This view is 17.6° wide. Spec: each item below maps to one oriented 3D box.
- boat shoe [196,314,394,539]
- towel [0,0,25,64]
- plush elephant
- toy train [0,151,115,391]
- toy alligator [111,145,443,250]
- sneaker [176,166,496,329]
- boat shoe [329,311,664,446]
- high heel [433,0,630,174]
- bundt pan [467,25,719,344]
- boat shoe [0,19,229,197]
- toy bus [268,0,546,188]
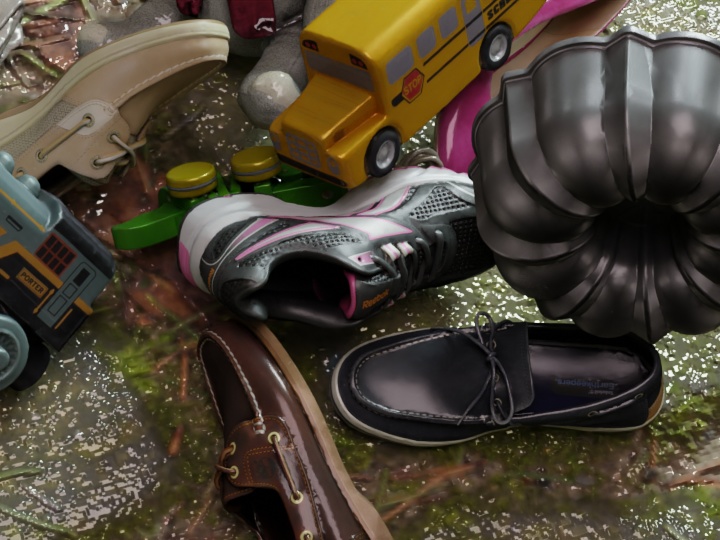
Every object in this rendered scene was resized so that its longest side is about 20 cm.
[{"bbox_3d":[-0.045,0.116,1.300,0.070,0.070,0.201,-23,69,-22],"label":"boat shoe"},{"bbox_3d":[-0.315,-0.152,1.423,0.199,0.035,0.133,27,62,8],"label":"towel"},{"bbox_3d":[-0.064,-0.205,1.398,0.164,0.155,0.200,25,52,33],"label":"plush elephant"},{"bbox_3d":[-0.228,-0.019,1.289,0.114,0.200,0.085,-50,35,-9],"label":"toy train"},{"bbox_3d":[-0.052,-0.047,1.388,0.199,0.060,0.054,-14,23,-6],"label":"toy alligator"},{"bbox_3d":[0.000,0.000,1.337,0.199,0.081,0.086,-11,33,-19],"label":"sneaker"},{"bbox_3d":[0.082,0.060,1.350,0.199,0.062,0.075,1,65,-5],"label":"boat shoe"},{"bbox_3d":[0.105,-0.120,1.441,0.095,0.068,0.201,12,49,10],"label":"high heel"},{"bbox_3d":[0.156,-0.034,1.283,0.201,0.202,0.076,10,47,-2],"label":"bundt pan"},{"bbox_3d":[-0.154,-0.080,1.352,0.199,0.072,0.065,-27,76,18],"label":"boat shoe"},{"bbox_3d":[0.029,-0.136,1.360,0.065,0.079,0.200,24,55,35],"label":"toy bus"}]
